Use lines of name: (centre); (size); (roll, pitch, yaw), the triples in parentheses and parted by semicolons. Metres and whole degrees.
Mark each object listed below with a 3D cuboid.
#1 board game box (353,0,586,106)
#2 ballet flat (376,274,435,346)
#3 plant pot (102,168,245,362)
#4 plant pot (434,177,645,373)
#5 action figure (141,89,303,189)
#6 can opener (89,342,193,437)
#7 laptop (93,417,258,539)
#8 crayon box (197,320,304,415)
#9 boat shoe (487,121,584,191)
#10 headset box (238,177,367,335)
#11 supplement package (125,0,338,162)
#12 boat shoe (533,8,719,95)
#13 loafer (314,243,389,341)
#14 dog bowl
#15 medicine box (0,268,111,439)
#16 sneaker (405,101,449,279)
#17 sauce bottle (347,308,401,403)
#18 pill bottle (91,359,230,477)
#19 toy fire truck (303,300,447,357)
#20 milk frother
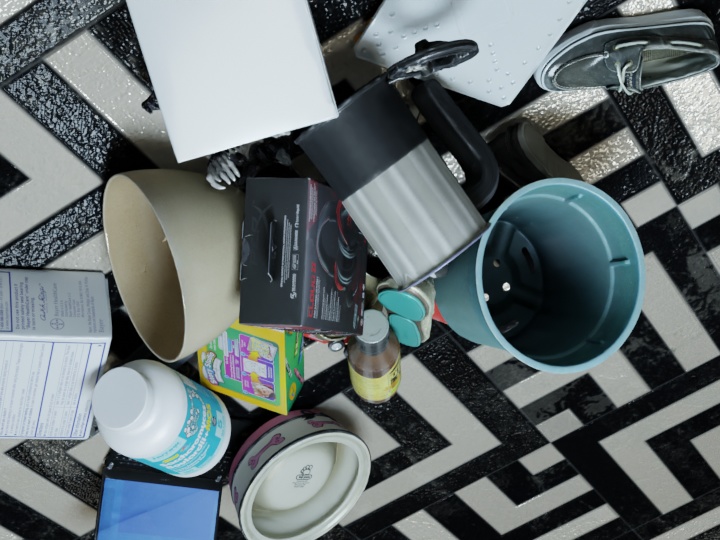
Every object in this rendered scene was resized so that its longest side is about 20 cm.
board game box: (0.119, -0.270, 1.402); (0.198, 0.026, 0.201); (14, 130, -29)
ballet flat: (0.055, 0.028, 1.571); (0.067, 0.063, 0.200); (22, 163, 8)
plant pot: (-0.171, -0.020, 1.478); (0.133, 0.201, 0.202); (-18, 143, -28)
plant pot: (0.180, 0.007, 1.541); (0.197, 0.204, 0.196); (2, 178, -18)
action figure: (-0.122, -0.141, 1.413); (0.199, 0.102, 0.119); (29, 111, -37)
can opener: (-0.274, 0.134, 1.713); (0.199, 0.054, 0.067); (-38, 166, 22)
laptop: (-0.242, 0.286, 1.834); (0.175, 0.104, 0.201); (11, 132, -27)
crayon box: (-0.130, 0.072, 1.631); (0.117, 0.059, 0.202); (18, 139, 14)
boat shoe: (0.211, -0.097, 1.595); (0.056, 0.068, 0.200); (-20, 136, 30)
headset box: (-0.060, -0.012, 1.452); (0.074, 0.151, 0.200); (1, 174, 20)
supplement package: (-0.121, -0.224, 1.258); (0.154, 0.111, 0.203); (-16, 112, -1)
boat shoe: (0.282, -0.222, 1.468); (0.197, 0.072, 0.073); (-16, 139, 1)
loafer: (0.000, 0.000, 1.590); (0.075, 0.068, 0.202); (22, 108, -22)
dog bowl: (-0.087, 0.271, 1.851); (0.198, 0.074, 0.202); (-20, 133, -23)
medicine box: (-0.394, 0.095, 1.581); (0.197, 0.104, 0.183); (4, 135, -20)
sneaker: (0.061, -0.086, 1.498); (0.079, 0.074, 0.202); (-23, 106, -4)
sauce bottle: (0.016, 0.099, 1.624); (0.064, 0.066, 0.200); (-13, 160, -3)
pill bottle: (-0.234, 0.169, 1.614); (0.110, 0.112, 0.200); (-24, 157, 10)
toy fire truck: (0.008, 0.040, 1.686); (0.198, 0.049, 0.141); (24, 125, -35)
milk frother: (0.064, -0.110, 1.364); (0.180, 0.189, 0.200); (-37, -176, -13)
